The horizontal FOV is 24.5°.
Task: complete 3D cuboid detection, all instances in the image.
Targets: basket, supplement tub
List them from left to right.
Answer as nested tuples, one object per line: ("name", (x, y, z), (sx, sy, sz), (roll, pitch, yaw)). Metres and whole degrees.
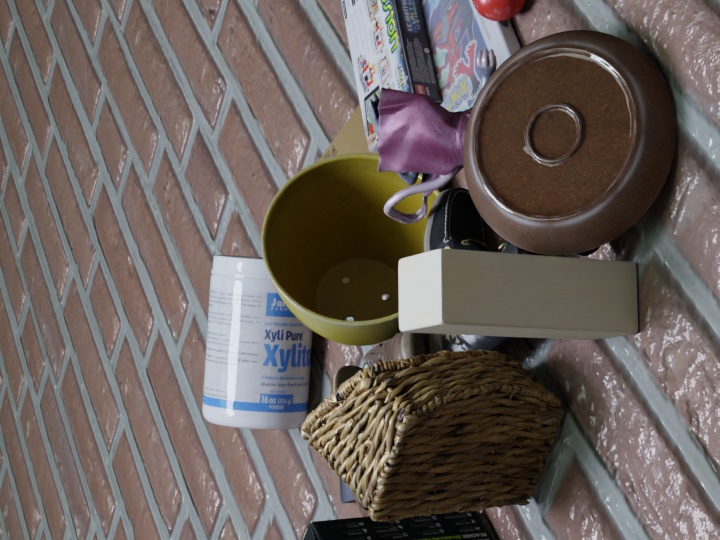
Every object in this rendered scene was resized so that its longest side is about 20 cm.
("supplement tub", (-0.122, 0.085, 2.002), (0.132, 0.131, 0.202), (8, 95, 63))
("basket", (0.067, 0.128, 1.533), (0.149, 0.198, 0.144), (44, 126, 47))

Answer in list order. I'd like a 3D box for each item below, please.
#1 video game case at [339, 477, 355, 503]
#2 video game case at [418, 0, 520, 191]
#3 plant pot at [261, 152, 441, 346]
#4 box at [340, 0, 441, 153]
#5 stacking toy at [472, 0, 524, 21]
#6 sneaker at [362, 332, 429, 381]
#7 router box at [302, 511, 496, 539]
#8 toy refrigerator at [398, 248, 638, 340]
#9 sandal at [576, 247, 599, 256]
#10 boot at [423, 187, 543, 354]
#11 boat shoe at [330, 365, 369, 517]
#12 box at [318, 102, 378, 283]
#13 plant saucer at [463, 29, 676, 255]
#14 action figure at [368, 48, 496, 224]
("video game case", (0.024, 0.174, 1.827), (0.200, 0.019, 0.144), (-26, 64, 59))
("video game case", (0.094, -0.215, 1.727), (0.201, 0.023, 0.183), (-58, 39, 44))
("plant pot", (0.000, 0.000, 1.742), (0.142, 0.198, 0.202), (86, 172, -61))
("box", (0.030, -0.240, 1.792), (0.110, 0.034, 0.202), (-45, 48, 52))
("stacking toy", (0.120, -0.342, 1.634), (0.085, 0.085, 0.202), (-28, 66, 59))
("sneaker", (0.039, 0.100, 1.652), (0.200, 0.075, 0.071), (22, -133, -83))
("router box", (0.021, 0.311, 1.615), (0.062, 0.198, 0.151), (57, 136, 42))
("toy refrigerator", (0.136, 0.019, 1.424), (0.076, 0.198, 0.071), (-14, 75, 62))
("sandal", (0.190, -0.114, 1.478), (0.045, 0.075, 0.202), (-22, 65, 49))
("boot", (0.128, -0.007, 1.586), (0.150, 0.073, 0.202), (-32, 46, 50))
("boat shoe", (0.005, 0.196, 1.766), (0.068, 0.071, 0.201), (-55, 43, 43))
("box", (0.000, -0.095, 1.898), (0.200, 0.021, 0.165), (-50, 45, 50))
("plant saucer", (0.172, -0.115, 1.433), (0.198, 0.034, 0.203), (-7, 76, 29))
("action figure", (0.104, -0.123, 1.562), (0.198, 0.134, 0.151), (3, 84, 30))
